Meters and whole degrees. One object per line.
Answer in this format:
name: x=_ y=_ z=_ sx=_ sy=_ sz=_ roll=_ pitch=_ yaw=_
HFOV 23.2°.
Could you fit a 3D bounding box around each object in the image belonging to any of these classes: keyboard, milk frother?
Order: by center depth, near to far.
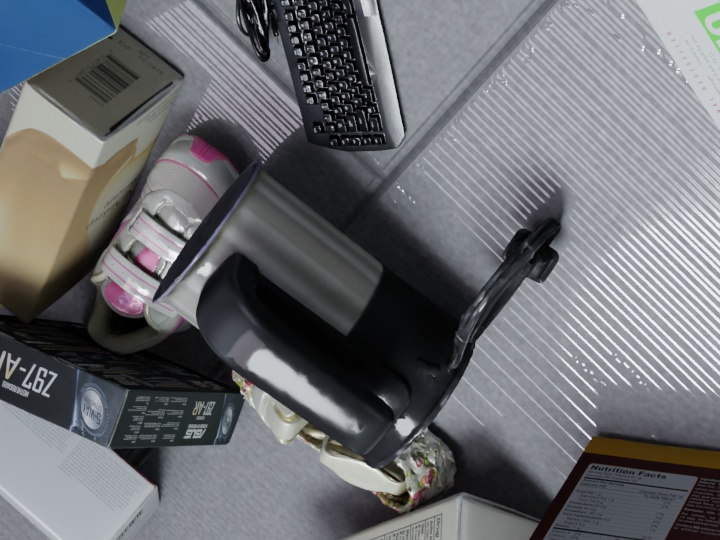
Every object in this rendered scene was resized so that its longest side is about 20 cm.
keyboard: x=-0.040 y=-0.162 z=1.107 sx=0.103 sy=0.040 sz=0.201 roll=3 pitch=120 yaw=31
milk frother: x=0.000 y=0.000 z=1.123 sx=0.188 sy=0.180 sz=0.201 roll=37 pitch=91 yaw=-11

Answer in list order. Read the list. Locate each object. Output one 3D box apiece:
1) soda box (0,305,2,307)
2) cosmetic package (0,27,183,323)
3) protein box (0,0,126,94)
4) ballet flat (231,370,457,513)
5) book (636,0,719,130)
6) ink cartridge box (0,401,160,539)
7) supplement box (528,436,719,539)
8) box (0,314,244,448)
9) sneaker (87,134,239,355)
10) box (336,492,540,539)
soda box: x=-0.316 y=-0.061 z=1.344 sx=0.067 sy=0.064 sz=0.201 roll=13 pitch=125 yaw=26
cosmetic package: x=-0.207 y=-0.067 z=1.241 sx=0.071 sy=0.105 sz=0.200 roll=37 pitch=135 yaw=6
protein box: x=-0.270 y=-0.221 z=1.103 sx=0.199 sy=0.136 sz=0.198 roll=-19 pitch=137 yaw=40
ballet flat: x=-0.023 y=0.109 z=1.264 sx=0.199 sy=0.064 sz=0.076 roll=28 pitch=131 yaw=16
book: x=0.253 y=-0.125 z=0.899 sx=0.199 sy=0.048 sz=0.134 roll=-14 pitch=114 yaw=54
ink cartridge box: x=-0.262 y=0.150 z=1.418 sx=0.200 sy=0.084 sz=0.176 roll=40 pitch=166 yaw=4
supplement box: x=0.188 y=0.248 z=1.124 sx=0.132 sy=0.200 sz=0.199 roll=4 pitch=122 yaw=30
box: x=-0.194 y=0.079 z=1.276 sx=0.159 sy=0.200 sz=0.044 roll=21 pitch=93 yaw=20
sneaker: x=-0.139 y=-0.007 z=1.245 sx=0.081 sy=0.088 sz=0.201 roll=32 pitch=132 yaw=10
box: x=0.044 y=0.253 z=1.247 sx=0.108 sy=0.129 sz=0.199 roll=22 pitch=147 yaw=-33
